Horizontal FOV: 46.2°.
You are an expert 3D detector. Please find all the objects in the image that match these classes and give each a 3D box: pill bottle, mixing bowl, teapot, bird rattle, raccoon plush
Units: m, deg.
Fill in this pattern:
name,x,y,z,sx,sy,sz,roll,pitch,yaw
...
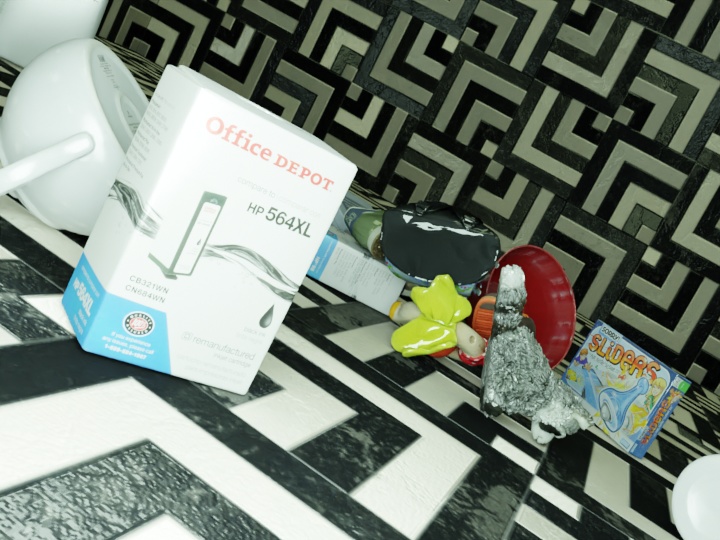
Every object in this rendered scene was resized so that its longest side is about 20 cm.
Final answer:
name,x,y,z,sx,sy,sz,roll,pitch,yaw
pill bottle,0.452,0.281,0.978,0.198,0.115,0.113,21,11,-43
mixing bowl,0.241,0.066,1.361,0.197,0.204,0.108,23,-18,-30
teapot,-0.275,-0.109,0.801,0.201,0.144,0.200,58,10,-58
bird rattle,0.124,0.083,1.120,0.198,0.115,0.162,27,-8,-32
raccoon plush,0.214,0.106,0.981,0.131,0.204,0.097,8,25,4

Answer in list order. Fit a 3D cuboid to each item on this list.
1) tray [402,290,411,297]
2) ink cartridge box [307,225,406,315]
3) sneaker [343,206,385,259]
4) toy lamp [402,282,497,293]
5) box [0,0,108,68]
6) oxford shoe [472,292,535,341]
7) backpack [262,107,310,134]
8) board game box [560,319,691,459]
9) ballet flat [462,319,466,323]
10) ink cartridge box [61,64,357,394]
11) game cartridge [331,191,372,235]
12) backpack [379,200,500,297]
name,x,y,z,sx,sy,sz,roll,pitch,yaw
tray,0.170,0.039,1.502,0.195,0.023,0.108,13,16,5
ink cartridge box,0.000,0.000,1.266,0.197,0.068,0.116,27,9,-11
sneaker,0.047,-0.057,1.284,0.090,0.068,0.199,40,15,29
toy lamp,0.144,0.031,1.417,0.195,0.060,0.058,7,15,-16
box,-0.618,-0.493,1.643,0.197,0.202,0.171,22,11,-27
oxford shoe,0.206,0.083,1.186,0.070,0.073,0.201,10,-32,28
backpack,-0.182,-0.164,1.270,0.197,0.179,0.153,25,5,5
board game box,0.399,0.178,1.304,0.034,0.137,0.200,27,8,-27
ballet flat,0.258,0.112,1.487,0.069,0.070,0.199,19,13,-46
ink cartridge box,-0.114,-0.028,0.638,0.144,0.203,0.084,21,11,-35
game cartridge,-0.005,-0.079,1.461,0.199,0.041,0.135,23,37,-59
backpack,0.113,-0.032,1.164,0.159,0.157,0.200,13,20,7
